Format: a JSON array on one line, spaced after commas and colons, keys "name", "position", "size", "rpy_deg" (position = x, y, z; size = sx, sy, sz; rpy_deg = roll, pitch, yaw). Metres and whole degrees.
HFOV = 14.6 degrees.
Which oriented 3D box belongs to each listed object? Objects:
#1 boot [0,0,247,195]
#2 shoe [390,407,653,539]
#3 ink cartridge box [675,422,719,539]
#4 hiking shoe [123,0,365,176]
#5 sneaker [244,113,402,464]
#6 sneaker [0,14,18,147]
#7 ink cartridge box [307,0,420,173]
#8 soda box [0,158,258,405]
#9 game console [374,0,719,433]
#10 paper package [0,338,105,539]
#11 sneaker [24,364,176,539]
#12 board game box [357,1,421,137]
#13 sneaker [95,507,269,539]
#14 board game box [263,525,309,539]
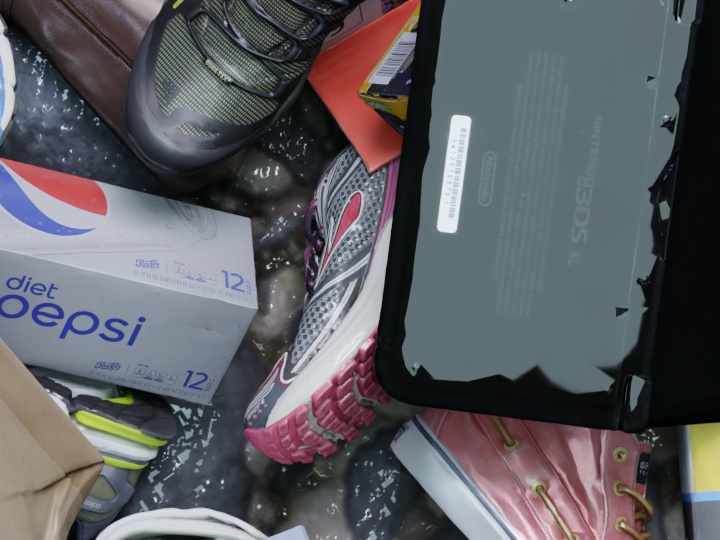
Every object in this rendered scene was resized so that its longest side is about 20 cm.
[{"name": "boot", "position": [-0.098, -0.146, 1.288], "size": [0.200, 0.186, 0.064], "rpy_deg": [45, 44, 7]}, {"name": "shoe", "position": [0.111, 0.122, 1.295], "size": [0.091, 0.071, 0.200], "rpy_deg": [-42, 82, 3]}, {"name": "ink cartridge box", "position": [0.248, 0.073, 1.317], "size": [0.199, 0.047, 0.198], "rpy_deg": [-5, 84, 1]}, {"name": "hiking shoe", "position": [-0.034, -0.129, 1.216], "size": [0.076, 0.101, 0.200], "rpy_deg": [38, 82, 3]}, {"name": "sneaker", "position": [0.000, 0.000, 1.306], "size": [0.075, 0.081, 0.200], "rpy_deg": [24, 69, 15]}, {"name": "sneaker", "position": [-0.234, -0.122, 1.300], "size": [0.089, 0.079, 0.200], "rpy_deg": [-25, 76, -42]}, {"name": "ink cartridge box", "position": [-0.006, -0.156, 1.304], "size": [0.109, 0.050, 0.200], "rpy_deg": [-31, 69, -7]}, {"name": "soda box", "position": [-0.150, -0.003, 1.268], "size": [0.200, 0.068, 0.064], "rpy_deg": [13, 40, -19]}, {"name": "game console", "position": [0.102, -0.036, 1.235], "size": [0.175, 0.116, 0.201], "rpy_deg": [7, 93, 0]}, {"name": "paper package", "position": [-0.243, 0.080, 1.185], "size": [0.200, 0.191, 0.104], "rpy_deg": [-14, 41, 29]}, {"name": "sneaker", "position": [-0.188, 0.073, 1.280], "size": [0.200, 0.074, 0.081], "rpy_deg": [18, 105, -16]}, {"name": "board game box", "position": [0.118, -0.105, 1.276], "size": [0.165, 0.057, 0.200], "rpy_deg": [41, 75, -26]}, {"name": "sneaker", "position": [-0.029, 0.156, 1.271], "size": [0.200, 0.116, 0.074], "rpy_deg": [13, 83, 0]}, {"name": "board game box", "position": [-0.088, 0.222, 1.234], "size": [0.200, 0.199, 0.043], "rpy_deg": [-21, 42, -2]}]
